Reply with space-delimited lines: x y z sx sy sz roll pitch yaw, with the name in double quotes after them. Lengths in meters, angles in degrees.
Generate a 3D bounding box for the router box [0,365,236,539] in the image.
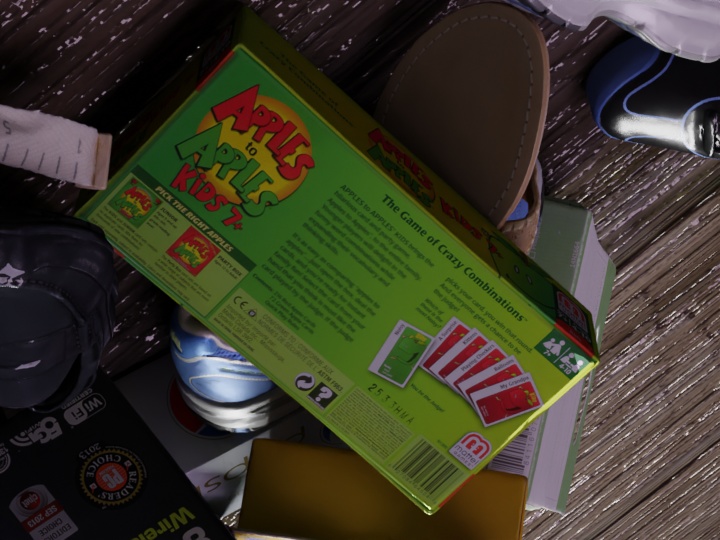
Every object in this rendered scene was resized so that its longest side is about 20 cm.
-0.145 0.154 0.950 0.199 0.150 0.062 -33 157 -22 "router box"

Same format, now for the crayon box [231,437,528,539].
0.012 0.124 1.068 0.125 0.052 0.200 8 164 4 "crayon box"

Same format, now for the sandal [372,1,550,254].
0.044 -0.024 1.013 0.070 0.077 0.213 -20 132 -56 "sandal"

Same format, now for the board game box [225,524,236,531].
-0.112 0.214 1.067 0.120 0.032 0.201 15 86 -60 "board game box"

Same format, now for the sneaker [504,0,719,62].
0.100 -0.146 0.961 0.199 0.074 0.087 1 120 -52 "sneaker"

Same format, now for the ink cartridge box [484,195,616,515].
0.090 0.049 1.179 0.200 0.048 0.147 42 60 -79 "ink cartridge box"

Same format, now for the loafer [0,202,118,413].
-0.128 0.017 0.884 0.068 0.071 0.201 9 171 2 "loafer"

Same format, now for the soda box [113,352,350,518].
-0.041 0.060 1.122 0.199 0.064 0.068 -27 152 -11 "soda box"

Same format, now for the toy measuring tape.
-0.170 -0.053 0.803 0.074 0.074 0.200 -44 154 20 "toy measuring tape"

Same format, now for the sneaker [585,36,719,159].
0.206 -0.075 1.080 0.199 0.078 0.070 -6 142 9 "sneaker"

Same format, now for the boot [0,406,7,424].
-0.229 0.099 0.977 0.173 0.069 0.201 -22 149 -21 "boot"

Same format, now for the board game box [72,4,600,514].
-0.008 -0.002 0.945 0.200 0.048 0.102 41 109 -17 "board game box"

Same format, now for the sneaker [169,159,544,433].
0.000 0.000 1.057 0.199 0.076 0.077 -35 151 -7 "sneaker"
